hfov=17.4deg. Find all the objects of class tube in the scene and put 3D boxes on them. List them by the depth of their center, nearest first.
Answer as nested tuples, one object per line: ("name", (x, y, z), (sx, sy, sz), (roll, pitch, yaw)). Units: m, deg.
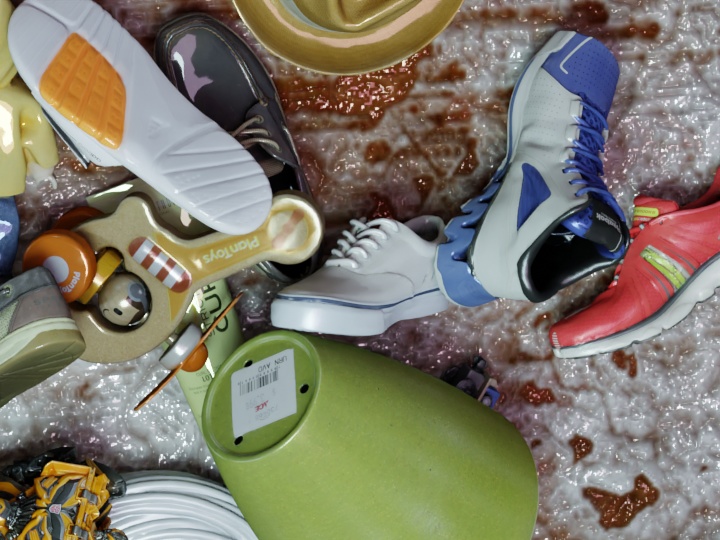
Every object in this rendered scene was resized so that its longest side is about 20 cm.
("tube", (-0.115, 0.029, 1.591), (0.058, 0.052, 0.201), (-32, 109, -37))

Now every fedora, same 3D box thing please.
("fedora", (0.005, -0.220, 1.529), (0.199, 0.082, 0.202), (-4, 107, -14))

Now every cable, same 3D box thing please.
("cable", (-0.143, 0.233, 1.632), (0.199, 0.069, 0.201), (-31, 111, -4))

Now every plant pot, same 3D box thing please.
("plant pot", (-0.012, 0.126, 1.540), (0.187, 0.187, 0.200), (-47, 134, 2))

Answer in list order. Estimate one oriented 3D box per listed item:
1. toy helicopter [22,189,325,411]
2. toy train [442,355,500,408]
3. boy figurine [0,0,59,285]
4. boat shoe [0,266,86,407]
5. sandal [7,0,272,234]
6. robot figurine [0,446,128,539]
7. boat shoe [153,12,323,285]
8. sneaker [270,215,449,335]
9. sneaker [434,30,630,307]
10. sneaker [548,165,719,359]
("toy helicopter", (-0.112, 0.007, 1.524), (0.199, 0.079, 0.133), (-20, 101, 13))
("toy train", (0.046, 0.153, 1.679), (0.046, 0.034, 0.201), (25, 99, -24))
("boy figurine", (-0.255, -0.084, 1.509), (0.123, 0.064, 0.202), (0, 105, -15))
("boat shoe", (-0.256, 0.055, 1.518), (0.071, 0.200, 0.067), (8, 63, -48))
("sandal", (-0.148, -0.088, 1.489), (0.207, 0.059, 0.079), (44, 57, 1))
("robot figurine", (-0.249, 0.167, 1.526), (0.198, 0.146, 0.058), (2, 140, 9))
("boat shoe", (-0.072, -0.079, 1.555), (0.074, 0.073, 0.201), (-30, 112, -5))
("sneaker", (0.000, 0.000, 1.559), (0.072, 0.200, 0.071), (6, 100, 25))
("sneaker", (0.142, -0.055, 1.574), (0.080, 0.115, 0.201), (38, 73, -41))
("sneaker", (0.207, -0.010, 1.664), (0.199, 0.077, 0.085), (-34, 101, -11))
